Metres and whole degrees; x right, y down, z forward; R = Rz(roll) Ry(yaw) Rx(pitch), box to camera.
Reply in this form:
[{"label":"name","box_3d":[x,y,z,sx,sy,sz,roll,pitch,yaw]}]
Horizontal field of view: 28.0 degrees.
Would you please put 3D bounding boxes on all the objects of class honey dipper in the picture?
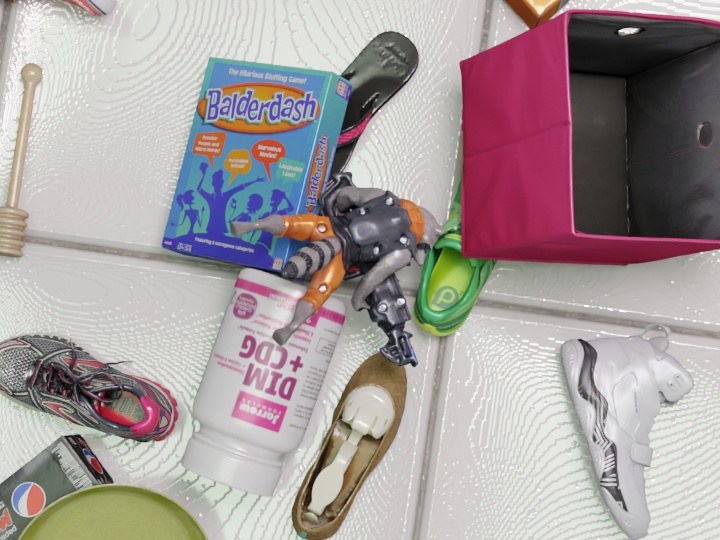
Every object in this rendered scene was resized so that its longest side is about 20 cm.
[{"label":"honey dipper","box_3d":[-0.351,-0.115,1.476,0.038,0.038,0.201,5,83,4]}]

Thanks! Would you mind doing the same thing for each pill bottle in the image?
[{"label":"pill bottle","box_3d":[-0.096,0.108,1.397,0.113,0.113,0.201,19,86,5]}]

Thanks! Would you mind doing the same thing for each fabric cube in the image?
[{"label":"fabric cube","box_3d":[0.220,-0.113,1.321,0.195,0.199,0.201,1,85,-23]}]

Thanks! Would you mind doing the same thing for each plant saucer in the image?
[{"label":"plant saucer","box_3d":[-0.242,0.293,1.398,0.199,0.031,0.201,-4,107,-13]}]

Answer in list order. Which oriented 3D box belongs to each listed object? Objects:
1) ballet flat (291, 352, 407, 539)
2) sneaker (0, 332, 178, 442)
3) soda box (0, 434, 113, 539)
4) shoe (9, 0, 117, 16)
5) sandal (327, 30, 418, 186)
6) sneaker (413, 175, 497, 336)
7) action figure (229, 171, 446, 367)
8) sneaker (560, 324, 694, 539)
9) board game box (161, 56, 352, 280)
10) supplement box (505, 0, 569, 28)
[{"label":"ballet flat","box_3d":[-0.011,0.173,1.405,0.068,0.072,0.200,29,87,6]},{"label":"sneaker","box_3d":[-0.278,0.112,1.429,0.199,0.075,0.081,16,86,6]},{"label":"soda box","box_3d":[-0.345,0.246,1.422,0.200,0.071,0.063,-37,84,-1]},{"label":"shoe","box_3d":[-0.346,-0.300,1.478,0.200,0.071,0.091,38,90,12]},{"label":"sandal","box_3d":[-0.019,-0.162,1.451,0.075,0.045,0.200,39,88,6]},{"label":"sneaker","box_3d":[0.110,-0.030,1.410,0.074,0.084,0.201,20,86,6]},{"label":"action figure","box_3d":[0.000,0.000,1.328,0.193,0.105,0.201,-24,83,-28]},{"label":"sneaker","box_3d":[0.271,0.150,1.386,0.114,0.075,0.201,-17,80,5]},{"label":"board game box","box_3d":[-0.103,-0.103,1.424,0.152,0.045,0.201,10,84,30]},{"label":"supplement box","box_3d":[0.228,-0.332,1.440,0.200,0.069,0.067,-42,86,-3]}]
